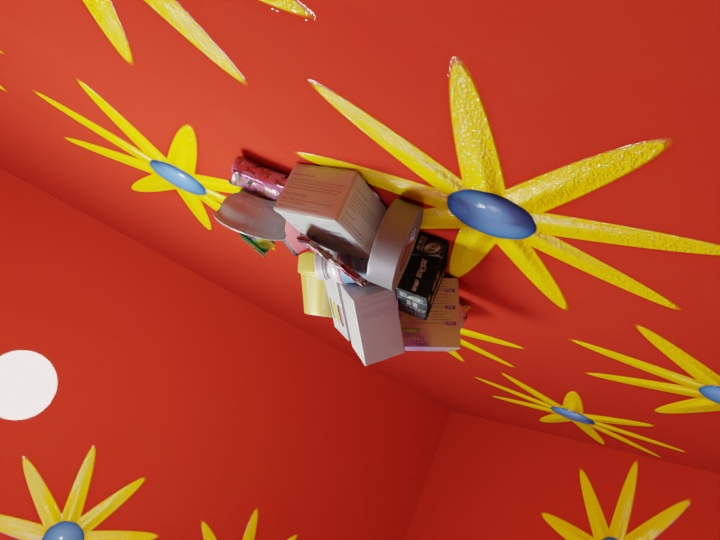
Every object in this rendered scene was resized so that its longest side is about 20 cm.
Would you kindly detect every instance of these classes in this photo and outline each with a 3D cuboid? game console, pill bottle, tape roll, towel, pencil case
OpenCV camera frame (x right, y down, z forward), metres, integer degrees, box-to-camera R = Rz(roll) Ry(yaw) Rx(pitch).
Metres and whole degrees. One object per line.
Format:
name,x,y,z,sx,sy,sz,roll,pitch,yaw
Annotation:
game console,-0.211,-0.154,1.779,0.171,0.119,0.200,-24,121,28
pill bottle,-0.014,-0.023,1.600,0.198,0.110,0.109,-4,156,13
tape roll,0.080,-0.060,1.403,0.066,0.202,0.201,21,164,11
towel,-0.067,-0.021,1.482,0.199,0.023,0.144,36,178,1
pencil case,-0.232,-0.221,1.558,0.198,0.087,0.083,22,142,5

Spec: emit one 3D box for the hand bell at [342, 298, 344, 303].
hand bell,0.000,0.000,1.685,0.103,0.201,0.104,26,173,3

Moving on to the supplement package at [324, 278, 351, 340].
supplement package,-0.027,0.082,1.796,0.114,0.109,0.202,35,141,60

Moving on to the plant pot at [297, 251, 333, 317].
plant pot,-0.103,0.045,1.914,0.199,0.191,0.201,7,179,0

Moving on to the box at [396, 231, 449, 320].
box,0.162,0.018,1.599,0.085,0.165,0.200,20,163,12

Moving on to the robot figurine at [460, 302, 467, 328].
robot figurine,0.247,0.142,1.954,0.125,0.150,0.200,59,155,-12

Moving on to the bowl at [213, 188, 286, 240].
bowl,-0.277,-0.158,1.610,0.199,0.091,0.201,18,-165,-5

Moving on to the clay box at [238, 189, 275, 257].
clay box,-0.308,-0.136,1.778,0.115,0.047,0.201,42,-162,-42

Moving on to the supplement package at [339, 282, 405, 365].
supplement package,0.032,0.127,1.636,0.120,0.120,0.202,-134,31,-62

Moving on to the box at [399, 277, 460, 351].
box,0.186,0.126,1.750,0.174,0.202,0.097,1,166,-8

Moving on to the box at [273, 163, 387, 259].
box,-0.062,-0.141,1.476,0.199,0.132,0.199,14,162,35
